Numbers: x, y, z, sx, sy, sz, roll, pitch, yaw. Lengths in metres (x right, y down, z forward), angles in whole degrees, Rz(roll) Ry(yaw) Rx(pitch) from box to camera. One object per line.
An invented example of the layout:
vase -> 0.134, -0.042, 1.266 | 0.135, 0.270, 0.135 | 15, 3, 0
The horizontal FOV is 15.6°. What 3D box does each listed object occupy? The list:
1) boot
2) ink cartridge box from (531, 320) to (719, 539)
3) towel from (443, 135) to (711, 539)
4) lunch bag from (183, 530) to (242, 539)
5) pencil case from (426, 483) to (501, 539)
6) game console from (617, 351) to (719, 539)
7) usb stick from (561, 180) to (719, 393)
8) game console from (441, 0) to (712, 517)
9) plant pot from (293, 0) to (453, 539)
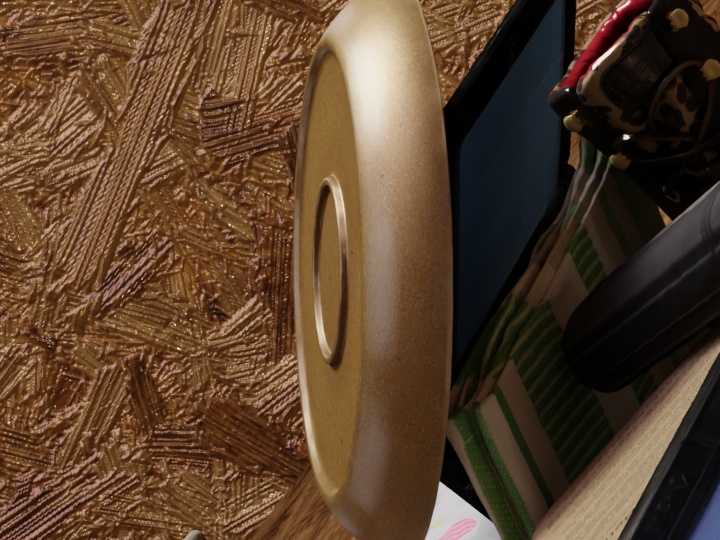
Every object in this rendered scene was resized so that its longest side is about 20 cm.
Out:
boot -> 0.135, -0.022, 0.919 | 0.073, 0.151, 0.200 | -43, 7, 22
ink cartridge box -> 0.136, 0.043, 0.748 | 0.200, 0.075, 0.165 | -48, 2, 10
towel -> 0.089, 0.056, 0.934 | 0.023, 0.153, 0.200 | -16, 23, 27
lunch bag -> -0.026, 0.187, 0.642 | 0.201, 0.167, 0.139 | -61, -2, 3
pencil case -> 0.055, 0.136, 1.085 | 0.200, 0.083, 0.091 | -67, -3, -78
game console -> 0.137, 0.047, 0.517 | 0.200, 0.175, 0.117 | -55, -25, -39
usb stick -> 0.109, -0.007, 0.798 | 0.056, 0.033, 0.200 | -52, 0, -21
game console -> 0.092, -0.001, 1.022 | 0.116, 0.176, 0.200 | -51, 3, 36
plant pot -> 0.000, 0.000, 0.902 | 0.200, 0.027, 0.201 | 180, 90, -80
